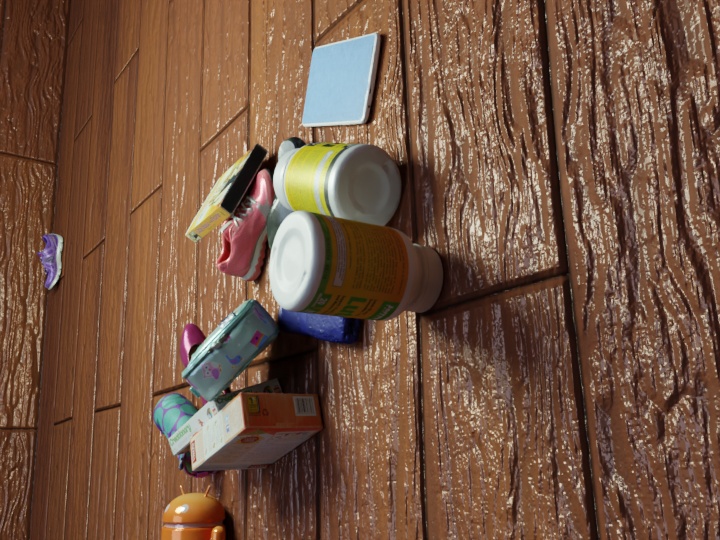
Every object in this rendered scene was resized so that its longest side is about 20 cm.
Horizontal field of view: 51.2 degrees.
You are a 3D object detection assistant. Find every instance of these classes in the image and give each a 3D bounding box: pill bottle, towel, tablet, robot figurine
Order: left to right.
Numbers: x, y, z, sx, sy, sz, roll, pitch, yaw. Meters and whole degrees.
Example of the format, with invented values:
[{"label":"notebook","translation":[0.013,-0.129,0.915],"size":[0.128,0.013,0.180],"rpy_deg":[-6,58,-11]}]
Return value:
[{"label":"robot figurine","translation":[-0.293,0.482,1.312],"size":[0.144,0.113,0.206],"rpy_deg":[128,142,-73]},{"label":"towel","translation":[-0.058,0.026,1.120],"size":[0.198,0.048,0.152],"rpy_deg":[4,94,56]},{"label":"pill bottle","translation":[-0.040,-0.121,1.057],"size":[0.198,0.112,0.118],"rpy_deg":[16,96,56]},{"label":"tablet","translation":[-0.033,-0.292,1.173],"size":[0.198,0.013,0.134],"rpy_deg":[14,95,57]},{"label":"pill bottle","translation":[0.000,0.000,0.894],"size":[0.110,0.196,0.115],"rpy_deg":[-16,70,53]}]

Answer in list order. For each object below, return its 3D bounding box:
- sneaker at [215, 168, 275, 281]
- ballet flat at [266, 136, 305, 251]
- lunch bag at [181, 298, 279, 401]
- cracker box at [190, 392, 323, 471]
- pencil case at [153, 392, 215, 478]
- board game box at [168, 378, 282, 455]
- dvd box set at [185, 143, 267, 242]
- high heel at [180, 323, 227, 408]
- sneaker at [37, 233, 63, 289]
[{"label":"sneaker","translation":[-0.199,-0.080,1.314],"size":[0.073,0.085,0.205],"rpy_deg":[32,109,53]},{"label":"ballet flat","translation":[-0.114,-0.117,1.241],"size":[0.065,0.056,0.206],"rpy_deg":[15,102,28]},{"label":"lunch bag","translation":[-0.205,0.122,1.176],"size":[0.160,0.077,0.200],"rpy_deg":[-43,3,-3]},{"label":"cracker box","translation":[-0.163,0.249,1.147],"size":[0.200,0.131,0.059],"rpy_deg":[-42,51,43]},{"label":"pencil case","translation":[-0.332,0.314,1.434],"size":[0.199,0.083,0.095],"rpy_deg":[30,108,55]},{"label":"board game box","translation":[-0.226,0.246,1.250],"size":[0.200,0.124,0.035],"rpy_deg":[-42,68,44]},{"label":"dvd box set","translation":[-0.250,-0.140,1.389],"size":[0.199,0.029,0.149],"rpy_deg":[-23,37,58]},{"label":"high heel","translation":[-0.286,0.180,1.408],"size":[0.096,0.066,0.204],"rpy_deg":[-48,60,53]},{"label":"sneaker","translation":[-1.126,-0.032,2.712],"size":[0.080,0.082,0.206],"rpy_deg":[-22,66,52]}]
